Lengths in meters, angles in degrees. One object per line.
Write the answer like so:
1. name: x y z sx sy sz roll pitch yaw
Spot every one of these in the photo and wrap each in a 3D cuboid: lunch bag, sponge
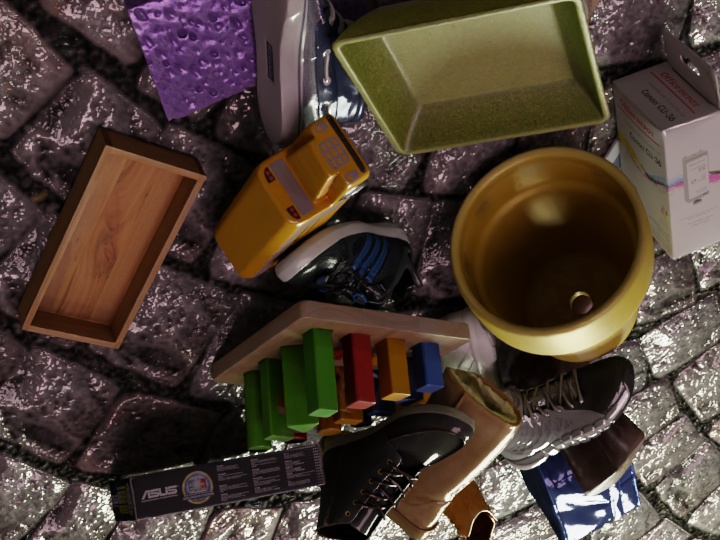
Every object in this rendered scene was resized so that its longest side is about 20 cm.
1. lunch bag: 0.273 0.238 1.407 0.131 0.136 0.201 -27 134 -3
2. sponge: -0.091 -0.214 0.952 0.198 0.030 0.112 -24 133 -7

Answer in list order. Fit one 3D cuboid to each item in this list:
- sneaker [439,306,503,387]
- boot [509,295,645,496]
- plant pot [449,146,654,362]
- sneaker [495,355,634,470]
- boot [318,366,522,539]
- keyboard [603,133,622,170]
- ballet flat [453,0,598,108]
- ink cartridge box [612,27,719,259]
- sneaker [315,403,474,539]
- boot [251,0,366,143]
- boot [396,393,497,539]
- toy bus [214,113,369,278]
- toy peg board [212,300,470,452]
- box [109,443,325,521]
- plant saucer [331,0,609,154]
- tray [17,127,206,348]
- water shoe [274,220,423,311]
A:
1. sneaker: 0.119 0.116 1.296 0.086 0.075 0.202 -12 129 5
2. boot: 0.275 0.131 1.282 0.064 0.201 0.187 19 116 -36
3. plant pot: 0.212 0.004 1.171 0.200 0.202 0.189 -37 148 5
4. sneaker: 0.196 0.145 1.226 0.115 0.076 0.200 27 128 -25
5. boot: 0.061 0.179 1.241 0.201 0.174 0.066 -61 171 33
6. keyboard: 0.286 -0.118 1.227 0.056 0.011 0.201 17 116 -29
7. ballet flat: 0.160 -0.212 1.051 0.199 0.067 0.068 -36 133 4
8. ink cartridge box: 0.314 -0.129 1.149 0.067 0.117 0.202 -19 127 -5
9. sneaker: 0.036 0.213 1.157 0.075 0.107 0.199 35 135 -30
10. boot: -0.037 -0.201 0.931 0.089 0.073 0.201 -19 141 -22
11. boot: 0.104 0.225 1.307 0.070 0.144 0.203 -27 133 -10
12. toy bus: -0.064 -0.061 0.986 0.078 0.065 0.200 -32 176 -27
13. toy peg board: -0.019 0.121 1.139 0.197 0.099 0.200 10 153 -31
14. box: -0.154 0.224 1.186 0.197 0.045 0.160 -7 170 -21
15. plant saucer: 0.098 -0.175 0.946 0.197 0.049 0.200 -7 157 17
16. tray: -0.229 -0.025 1.027 0.098 0.037 0.201 15 118 -34
17. water shoe: 0.000 0.000 1.075 0.071 0.080 0.199 -35 167 32
